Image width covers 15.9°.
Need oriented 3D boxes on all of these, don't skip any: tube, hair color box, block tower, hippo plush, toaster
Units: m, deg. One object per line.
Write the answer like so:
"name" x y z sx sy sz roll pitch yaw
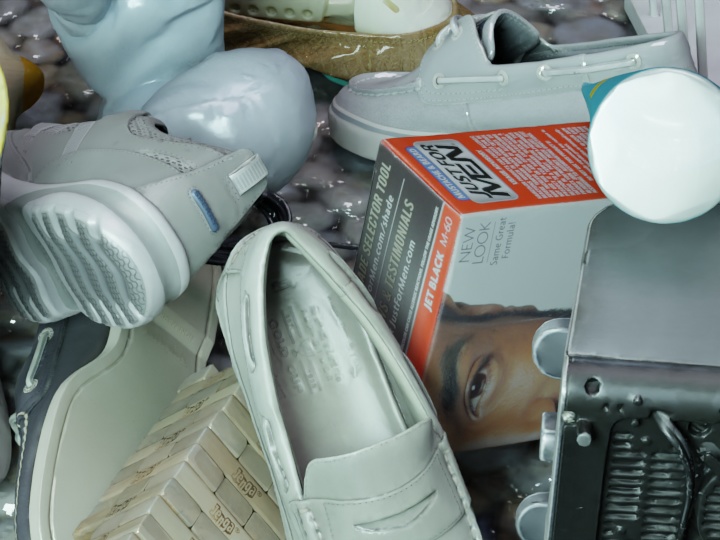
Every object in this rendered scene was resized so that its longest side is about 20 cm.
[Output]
"tube" 0.112 -0.051 0.930 0.077 0.051 0.200 21 9 5
"hair color box" 0.093 0.003 1.016 0.199 0.111 0.064 -7 34 -31
"block tower" -0.073 0.108 0.937 0.058 0.054 0.200 -26 20 38
"hippo plush" -0.103 -0.093 1.115 0.159 0.162 0.200 -13 1 -36
"toaster" 0.155 0.080 0.899 0.199 0.182 0.119 4 37 3

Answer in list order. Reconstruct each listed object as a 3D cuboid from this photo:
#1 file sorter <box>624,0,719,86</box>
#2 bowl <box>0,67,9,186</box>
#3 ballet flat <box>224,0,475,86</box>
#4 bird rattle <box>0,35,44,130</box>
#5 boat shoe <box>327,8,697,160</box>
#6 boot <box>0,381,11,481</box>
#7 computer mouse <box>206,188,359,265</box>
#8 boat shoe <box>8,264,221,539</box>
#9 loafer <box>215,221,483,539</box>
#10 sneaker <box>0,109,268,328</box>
"file sorter" 0.201 -0.156 1.195 0.138 0.125 0.200 -7 24 -1
"bowl" -0.213 -0.004 0.963 0.199 0.094 0.201 -9 44 9
"ballet flat" -0.020 -0.130 1.240 0.199 0.073 0.068 10 38 9
"bird rattle" -0.236 -0.089 1.163 0.163 0.113 0.200 33 48 10
"boat shoe" 0.064 -0.082 1.147 0.072 0.069 0.199 -21 21 -40
"boot" -0.205 0.026 1.052 0.090 0.073 0.200 -24 45 2
"computer mouse" 0.000 0.000 1.079 0.199 0.034 0.059 10 48 -17
"boat shoe" -0.105 0.057 1.031 0.063 0.073 0.201 -29 32 33
"loafer" 0.001 0.077 0.923 0.070 0.070 0.201 -25 80 -10
"sneaker" -0.101 -0.025 1.012 0.082 0.075 0.200 -33 26 -22
